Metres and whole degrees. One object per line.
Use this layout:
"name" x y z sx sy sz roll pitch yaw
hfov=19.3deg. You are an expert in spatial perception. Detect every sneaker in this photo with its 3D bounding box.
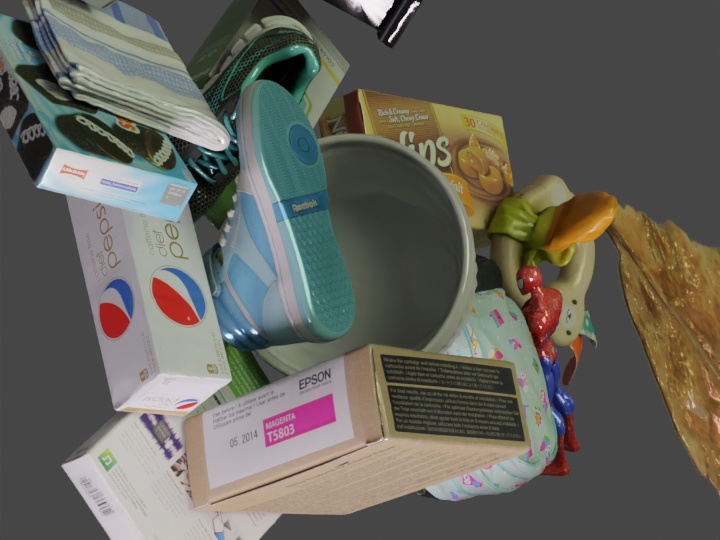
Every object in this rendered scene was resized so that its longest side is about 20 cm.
"sneaker" -0.101 -0.112 1.631 0.077 0.091 0.200 36 87 -20
"sneaker" -0.087 -0.032 1.579 0.079 0.130 0.201 -3 79 -52

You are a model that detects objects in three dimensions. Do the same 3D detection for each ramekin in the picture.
"ramekin" 0.000 0.000 1.667 0.105 0.199 0.201 32 44 -73

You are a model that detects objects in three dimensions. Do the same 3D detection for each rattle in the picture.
"rattle" 0.207 0.015 1.892 0.130 0.142 0.201 -46 122 -51

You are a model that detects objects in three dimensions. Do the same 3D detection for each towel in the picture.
"towel" -0.182 -0.164 1.580 0.146 0.024 0.200 21 23 -33

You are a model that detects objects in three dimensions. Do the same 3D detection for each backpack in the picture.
"backpack" 0.082 0.092 1.767 0.167 0.126 0.201 -8 81 -52

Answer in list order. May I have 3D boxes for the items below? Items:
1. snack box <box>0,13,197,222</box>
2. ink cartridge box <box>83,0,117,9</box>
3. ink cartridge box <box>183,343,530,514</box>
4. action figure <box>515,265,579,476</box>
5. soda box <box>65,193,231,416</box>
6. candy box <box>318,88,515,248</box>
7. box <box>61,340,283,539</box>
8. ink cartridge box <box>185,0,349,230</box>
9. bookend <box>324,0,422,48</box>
"snack box" -0.205 -0.114 1.522 0.116 0.037 0.200 14 27 -36
"ink cartridge box" -0.222 -0.318 1.582 0.146 0.083 0.201 22 56 -37
"ink cartridge box" -0.004 0.121 1.549 0.164 0.199 0.076 10 65 -47
"action figure" 0.159 0.084 1.858 0.065 0.051 0.201 -50 140 -51
"soda box" -0.159 0.004 1.560 0.068 0.064 0.201 8 56 -41
"candy box" 0.055 -0.087 1.873 0.199 0.055 0.116 5 70 -47
"box" -0.121 0.147 1.588 0.145 0.036 0.200 58 42 -11
"ink cartridge box" -0.092 -0.140 1.732 0.104 0.059 0.200 49 43 -20
"bookend" -0.030 -0.301 1.692 0.199 0.092 0.199 28 31 -11
